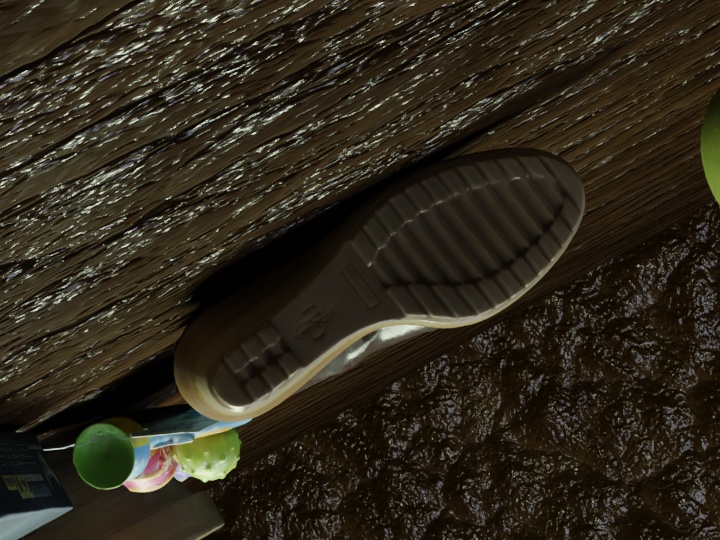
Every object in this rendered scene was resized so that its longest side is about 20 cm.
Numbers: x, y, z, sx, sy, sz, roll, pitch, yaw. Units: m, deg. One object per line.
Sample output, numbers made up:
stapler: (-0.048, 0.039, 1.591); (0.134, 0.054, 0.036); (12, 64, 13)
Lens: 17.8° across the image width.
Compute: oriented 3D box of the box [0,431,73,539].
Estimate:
box: (-0.230, 0.133, 1.094); (0.157, 0.051, 0.200); (-30, 175, -1)

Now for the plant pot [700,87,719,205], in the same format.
plant pot: (0.289, -0.079, 1.256); (0.187, 0.188, 0.200); (-25, -170, -35)

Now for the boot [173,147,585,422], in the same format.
boot: (0.000, 0.000, 1.066); (0.199, 0.073, 0.166); (-29, -172, -4)

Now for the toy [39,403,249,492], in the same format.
toy: (-0.110, 0.101, 1.311); (0.114, 0.048, 0.200); (-8, 178, 16)

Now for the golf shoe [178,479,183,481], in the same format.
golf shoe: (-0.187, 0.193, 1.735); (0.078, 0.098, 0.200); (-35, 174, 42)

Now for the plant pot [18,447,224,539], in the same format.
plant pot: (-0.192, 0.166, 1.425); (0.200, 0.093, 0.201); (-29, 176, -2)
